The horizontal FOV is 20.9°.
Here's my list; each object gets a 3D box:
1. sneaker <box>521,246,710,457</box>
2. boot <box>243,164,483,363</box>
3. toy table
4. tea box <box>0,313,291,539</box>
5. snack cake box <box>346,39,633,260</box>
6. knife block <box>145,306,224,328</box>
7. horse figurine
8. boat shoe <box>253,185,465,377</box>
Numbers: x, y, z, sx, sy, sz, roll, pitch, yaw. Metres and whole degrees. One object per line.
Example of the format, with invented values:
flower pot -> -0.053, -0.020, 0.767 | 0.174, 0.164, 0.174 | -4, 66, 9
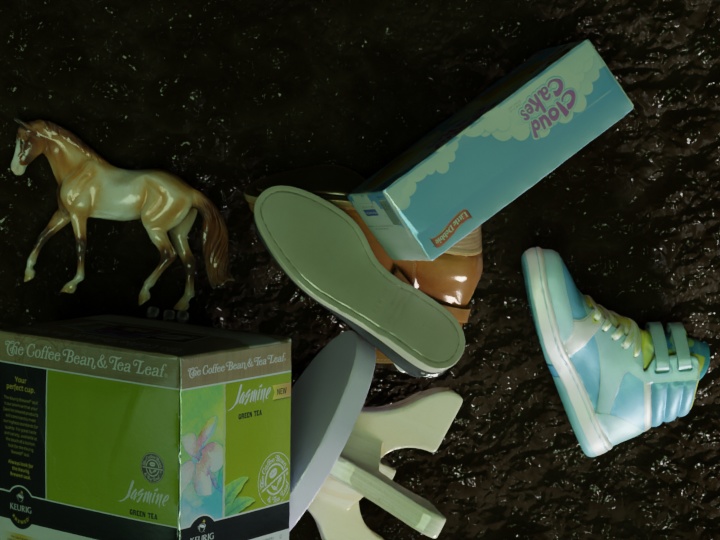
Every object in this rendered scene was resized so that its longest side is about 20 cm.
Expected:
sneaker -> 0.214, 0.050, 1.611 | 0.130, 0.080, 0.200 | -19, 120, 8
boot -> 0.000, 0.000, 1.591 | 0.199, 0.074, 0.155 | 6, 115, 0
toy table -> -0.010, 0.161, 1.585 | 0.117, 0.184, 0.200 | 29, 103, -20
tea box -> -0.168, 0.143, 1.504 | 0.199, 0.133, 0.198 | 7, 99, 37
snack cake box -> 0.097, -0.091, 1.494 | 0.200, 0.115, 0.067 | -37, 98, -11
knife block -> -0.174, 0.137, 1.643 | 0.200, 0.064, 0.176 | -34, 107, 12
horse figurine -> -0.190, -0.041, 1.575 | 0.199, 0.050, 0.133 | 11, 94, 3
boat shoe -> -0.010, 0.015, 1.526 | 0.200, 0.063, 0.073 | 40, 63, -4
